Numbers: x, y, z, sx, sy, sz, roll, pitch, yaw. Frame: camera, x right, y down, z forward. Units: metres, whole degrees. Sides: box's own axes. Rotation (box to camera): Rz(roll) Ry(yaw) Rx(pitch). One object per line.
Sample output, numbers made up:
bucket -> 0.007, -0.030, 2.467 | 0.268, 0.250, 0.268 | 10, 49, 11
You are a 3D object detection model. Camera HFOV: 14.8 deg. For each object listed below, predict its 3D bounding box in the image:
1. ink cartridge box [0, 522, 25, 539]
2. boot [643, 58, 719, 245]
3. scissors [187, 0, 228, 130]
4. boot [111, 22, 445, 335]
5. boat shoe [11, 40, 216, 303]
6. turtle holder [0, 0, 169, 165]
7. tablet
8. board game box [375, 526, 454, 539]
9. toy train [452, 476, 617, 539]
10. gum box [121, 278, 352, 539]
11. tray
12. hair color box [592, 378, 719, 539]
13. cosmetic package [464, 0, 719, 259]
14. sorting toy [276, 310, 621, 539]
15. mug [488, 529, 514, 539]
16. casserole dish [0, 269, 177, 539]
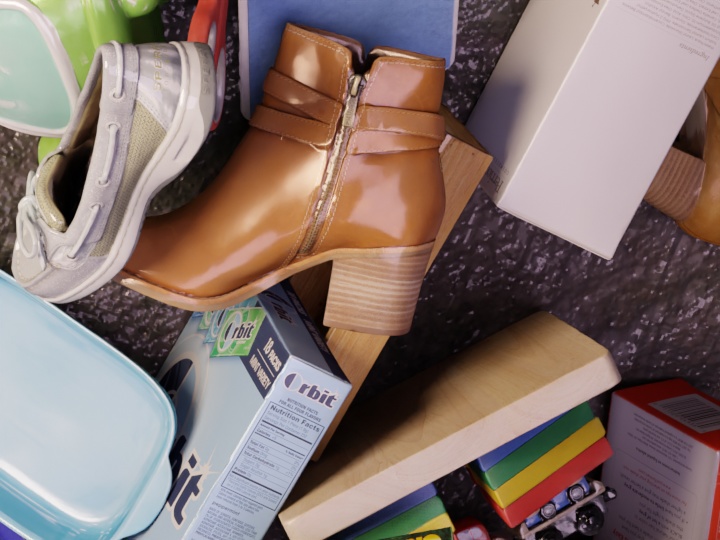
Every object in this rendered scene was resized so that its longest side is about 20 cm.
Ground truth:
ink cartridge box -> -0.266, 0.198, 1.623 | 0.199, 0.037, 0.095 | -37, 115, -1
boot -> 0.246, -0.107, 1.629 | 0.143, 0.071, 0.202 | 20, 107, -27
scissors -> -0.072, -0.164, 1.436 | 0.014, 0.073, 0.202 | 8, 93, 9
boot -> -0.052, -0.055, 1.488 | 0.198, 0.077, 0.157 | 10, 104, 5
boat shoe -> -0.139, -0.052, 1.415 | 0.064, 0.075, 0.202 | 9, 147, -27
turtle holder -> -0.160, -0.135, 1.483 | 0.131, 0.186, 0.142 | -12, 71, 5
tablet -> -0.006, -0.157, 1.506 | 0.129, 0.014, 0.201 | -16, 148, -11
board game box -> 0.016, 0.208, 1.512 | 0.104, 0.024, 0.201 | -9, 142, 7
toy train -> 0.058, 0.166, 1.590 | 0.199, 0.034, 0.046 | -28, 97, -13
gum box -> -0.090, 0.107, 1.559 | 0.044, 0.170, 0.201 | 27, 102, -22
tray -> 0.000, 0.000, 1.580 | 0.037, 0.099, 0.201 | 26, 102, -23
hair color box -> 0.194, 0.179, 1.693 | 0.061, 0.101, 0.202 | -8, 114, -35
cosmetic package -> 0.142, -0.123, 1.568 | 0.084, 0.108, 0.201 | 24, 101, -21
sorting toy -> 0.050, 0.108, 1.573 | 0.198, 0.200, 0.070 | -27, 98, -3
mug -> 0.019, 0.251, 1.661 | 0.152, 0.149, 0.188 | -1, 104, -6
casserole dish -> -0.186, 0.075, 1.552 | 0.199, 0.039, 0.122 | 33, 102, 11
